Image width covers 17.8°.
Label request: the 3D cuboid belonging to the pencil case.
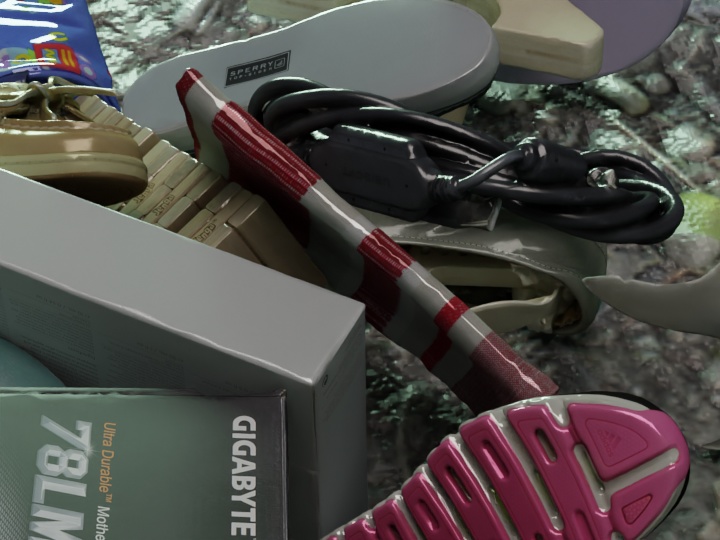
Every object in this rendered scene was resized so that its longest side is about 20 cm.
[{"bbox_3d":[-0.184,-0.128,1.184,0.086,0.078,0.200,-8,46,-17],"label":"pencil case"}]

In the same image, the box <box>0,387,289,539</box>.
[{"bbox_3d":[-0.123,0.123,0.810,0.197,0.050,0.200,-1,41,-1],"label":"box"}]

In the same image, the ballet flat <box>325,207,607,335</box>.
[{"bbox_3d":[0.016,-0.001,1.077,0.199,0.067,0.064,3,57,3],"label":"ballet flat"}]

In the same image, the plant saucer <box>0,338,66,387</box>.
[{"bbox_3d":[-0.195,0.112,0.916,0.199,0.036,0.201,-3,75,10],"label":"plant saucer"}]

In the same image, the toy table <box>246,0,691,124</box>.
[{"bbox_3d":[0.052,-0.141,1.145,0.199,0.185,0.117,2,26,28],"label":"toy table"}]

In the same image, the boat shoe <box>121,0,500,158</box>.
[{"bbox_3d":[-0.020,-0.082,1.109,0.199,0.057,0.069,-8,51,26],"label":"boat shoe"}]

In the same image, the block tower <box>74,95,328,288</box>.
[{"bbox_3d":[-0.094,-0.025,1.044,0.054,0.058,0.200,-44,33,-11],"label":"block tower"}]

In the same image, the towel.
[{"bbox_3d":[0.000,0.000,0.981,0.200,0.144,0.023,42,82,6],"label":"towel"}]

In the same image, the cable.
[{"bbox_3d":[0.044,-0.049,0.995,0.163,0.051,0.200,3,7,-39],"label":"cable"}]

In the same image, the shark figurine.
[{"bbox_3d":[0.178,0.052,1.005,0.089,0.214,0.129,-24,74,27],"label":"shark figurine"}]

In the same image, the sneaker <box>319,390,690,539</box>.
[{"bbox_3d":[0.062,0.097,0.915,0.087,0.200,0.074,-15,73,-49],"label":"sneaker"}]

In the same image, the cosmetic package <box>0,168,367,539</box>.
[{"bbox_3d":[-0.095,0.045,0.968,0.199,0.151,0.052,21,50,17],"label":"cosmetic package"}]

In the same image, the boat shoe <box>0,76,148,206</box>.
[{"bbox_3d":[-0.170,-0.065,1.025,0.199,0.063,0.073,7,-4,41],"label":"boat shoe"}]
